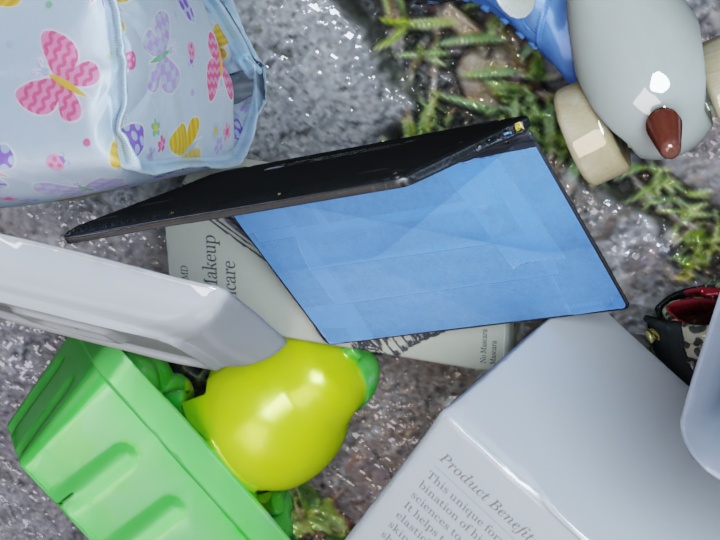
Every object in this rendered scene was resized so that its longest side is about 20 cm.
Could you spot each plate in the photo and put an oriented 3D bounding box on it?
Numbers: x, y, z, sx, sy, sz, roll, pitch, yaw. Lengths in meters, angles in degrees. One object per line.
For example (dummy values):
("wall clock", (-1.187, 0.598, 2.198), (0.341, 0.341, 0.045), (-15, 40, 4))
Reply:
("plate", (-0.148, 0.015, 0.937), (0.198, 0.200, 0.033), (13, 83, 8))

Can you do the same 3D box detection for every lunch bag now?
("lunch bag", (-0.156, -0.098, 0.933), (0.168, 0.200, 0.128), (-5, 91, 18))

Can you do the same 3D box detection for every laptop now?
("laptop", (0.000, 0.000, 0.871), (0.186, 0.200, 0.117), (-9, 100, 31))

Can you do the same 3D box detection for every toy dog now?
("toy dog", (0.110, -0.122, 0.804), (0.132, 0.096, 0.200), (-42, 100, 16))

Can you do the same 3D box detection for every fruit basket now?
("fruit basket", (-0.084, 0.097, 1.091), (0.214, 0.155, 0.218), (-3, 101, -15))

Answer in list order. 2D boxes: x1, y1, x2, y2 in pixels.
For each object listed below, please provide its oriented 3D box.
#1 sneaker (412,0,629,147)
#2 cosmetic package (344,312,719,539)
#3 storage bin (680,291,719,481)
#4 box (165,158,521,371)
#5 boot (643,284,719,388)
("sneaker", (0.072, -0.143, 0.893), (0.110, 0.077, 0.201), (-18, 112, 21))
("cosmetic package", (0.094, 0.157, 0.960), (0.167, 0.166, 0.200), (42, 127, 10))
("storage bin", (0.249, 0.023, 0.723), (0.199, 0.135, 0.146), (20, 132, 14))
("box", (-0.007, -0.006, 1.020), (0.198, 0.069, 0.083), (8, 127, 13))
("boot", (0.170, 0.086, 1.029), (0.202, 0.074, 0.155), (-3, 116, 24))
